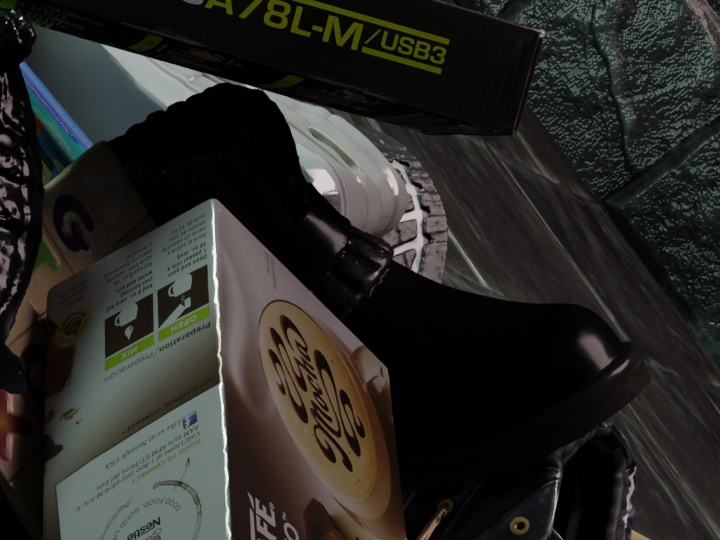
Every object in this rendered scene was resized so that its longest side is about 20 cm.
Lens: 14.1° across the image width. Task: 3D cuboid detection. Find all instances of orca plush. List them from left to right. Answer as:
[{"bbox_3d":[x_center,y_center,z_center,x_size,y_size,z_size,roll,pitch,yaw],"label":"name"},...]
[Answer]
[{"bbox_3d":[-0.142,-0.059,0.992,0.105,0.071,0.201,22,38,-29],"label":"orca plush"}]

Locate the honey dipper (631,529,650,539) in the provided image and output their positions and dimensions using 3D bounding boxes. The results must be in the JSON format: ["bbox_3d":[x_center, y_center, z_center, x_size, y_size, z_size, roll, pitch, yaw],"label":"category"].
[{"bbox_3d":[0.109,0.119,1.314,0.199,0.038,0.038,29,3,18],"label":"honey dipper"}]

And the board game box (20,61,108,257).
[{"bbox_3d":[-0.146,-0.032,1.151,0.152,0.045,0.200,51,10,-11],"label":"board game box"}]

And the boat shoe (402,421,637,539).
[{"bbox_3d":[0.037,0.127,1.081,0.071,0.091,0.201,52,39,-21],"label":"boat shoe"}]

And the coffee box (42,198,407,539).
[{"bbox_3d":[-0.044,0.091,0.971,0.113,0.080,0.201,46,26,-37],"label":"coffee box"}]

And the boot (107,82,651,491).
[{"bbox_3d":[-0.002,0.001,1.122,0.079,0.210,0.158,-42,116,-46],"label":"boot"}]

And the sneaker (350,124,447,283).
[{"bbox_3d":[0.002,0.027,1.414,0.074,0.081,0.201,-1,73,-27],"label":"sneaker"}]

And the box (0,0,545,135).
[{"bbox_3d":[-0.043,-0.095,1.104,0.192,0.048,0.200,17,0,-8],"label":"box"}]

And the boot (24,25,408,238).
[{"bbox_3d":[-0.075,-0.058,1.302,0.199,0.074,0.095,31,17,23],"label":"boot"}]

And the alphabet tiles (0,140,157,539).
[{"bbox_3d":[-0.076,0.067,1.054,0.201,0.008,0.167,59,28,-11],"label":"alphabet tiles"}]
